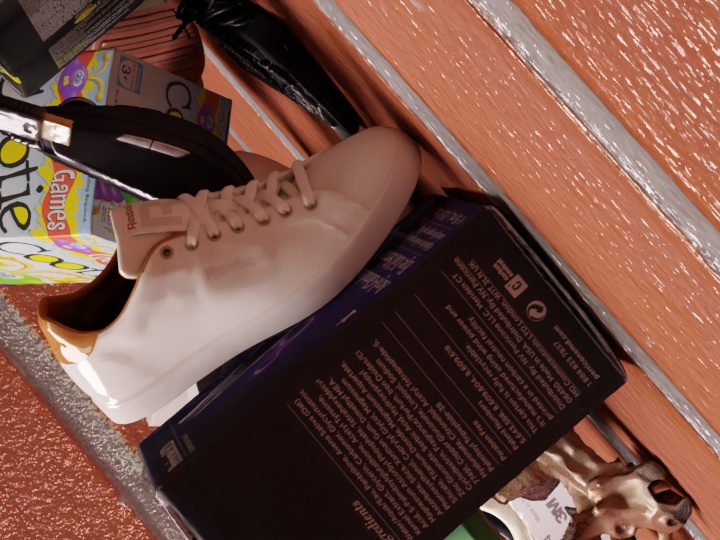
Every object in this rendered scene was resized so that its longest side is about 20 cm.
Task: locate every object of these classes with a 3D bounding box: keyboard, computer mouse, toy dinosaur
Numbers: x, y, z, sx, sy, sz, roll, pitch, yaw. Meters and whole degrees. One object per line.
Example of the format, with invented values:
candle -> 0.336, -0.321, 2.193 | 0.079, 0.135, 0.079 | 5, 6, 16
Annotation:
keyboard -> -0.068, -0.117, 1.417 | 0.104, 0.040, 0.200 | 51, 174, -21
computer mouse -> -0.124, -0.068, 1.265 | 0.199, 0.046, 0.140 | 24, 177, -2
toy dinosaur -> 0.084, 0.098, 1.392 | 0.136, 0.086, 0.200 | 53, 172, -15

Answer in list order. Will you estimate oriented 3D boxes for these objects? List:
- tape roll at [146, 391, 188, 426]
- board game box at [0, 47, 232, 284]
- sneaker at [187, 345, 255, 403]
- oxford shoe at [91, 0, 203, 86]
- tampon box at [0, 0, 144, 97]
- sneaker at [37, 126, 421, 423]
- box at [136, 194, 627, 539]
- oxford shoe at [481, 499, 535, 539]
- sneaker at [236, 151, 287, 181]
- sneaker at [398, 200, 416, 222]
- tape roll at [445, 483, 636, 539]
tape roll -> -0.111, -0.007, 1.558 | 0.203, 0.037, 0.204 | 180, 90, -82
board game box -> -0.184, -0.053, 1.435 | 0.199, 0.106, 0.103 | -2, 166, 35
sneaker -> -0.049, 0.120, 1.321 | 0.080, 0.076, 0.201 | 170, 95, -74
oxford shoe -> -0.134, -0.137, 1.621 | 0.200, 0.070, 0.074 | 90, 171, -63
tampon box -> -0.174, -0.193, 1.269 | 0.150, 0.126, 0.200 | 49, 175, 5
sneaker -> -0.064, -0.012, 1.220 | 0.085, 0.200, 0.073 | 48, -170, -30
box -> 0.004, 0.067, 1.209 | 0.104, 0.200, 0.148 | 51, 175, -8
oxford shoe -> 0.078, 0.123, 1.740 | 0.200, 0.074, 0.071 | 47, 175, 26
sneaker -> -0.018, -0.001, 1.665 | 0.200, 0.076, 0.080 | 45, 168, -17
sneaker -> 0.000, 0.000, 1.430 | 0.075, 0.084, 0.200 | 48, 175, 17
tape roll -> 0.082, 0.140, 1.489 | 0.200, 0.048, 0.201 | 39, -155, -22
